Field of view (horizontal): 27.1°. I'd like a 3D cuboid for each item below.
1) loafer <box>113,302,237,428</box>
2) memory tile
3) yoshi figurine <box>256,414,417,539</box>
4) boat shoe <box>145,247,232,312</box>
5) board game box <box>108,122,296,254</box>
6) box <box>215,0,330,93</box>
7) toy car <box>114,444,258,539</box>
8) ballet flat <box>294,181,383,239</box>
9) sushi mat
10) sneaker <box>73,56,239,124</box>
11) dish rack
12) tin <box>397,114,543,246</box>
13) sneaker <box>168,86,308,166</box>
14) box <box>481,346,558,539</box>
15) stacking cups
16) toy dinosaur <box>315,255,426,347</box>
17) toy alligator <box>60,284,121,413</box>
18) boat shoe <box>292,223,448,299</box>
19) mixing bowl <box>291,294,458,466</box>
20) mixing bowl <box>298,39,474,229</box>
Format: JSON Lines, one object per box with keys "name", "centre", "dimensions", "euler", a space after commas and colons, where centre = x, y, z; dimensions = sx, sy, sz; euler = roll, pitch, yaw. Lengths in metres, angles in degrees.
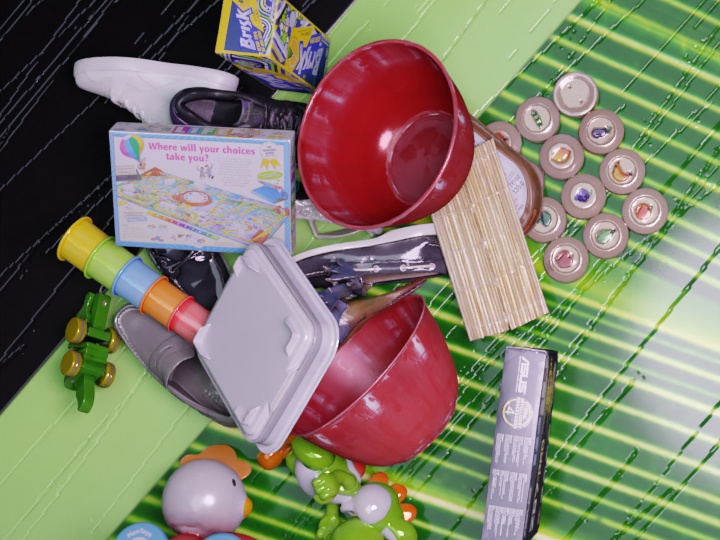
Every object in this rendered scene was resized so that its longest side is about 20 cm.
{"name": "loafer", "centre": [-0.203, 0.104, 1.693], "dimensions": [0.200, 0.070, 0.070], "euler": [36, 93, 12]}
{"name": "memory tile", "centre": [0.231, -0.102, 1.626], "dimensions": [0.153, 0.017, 0.201], "euler": [-31, 79, 10]}
{"name": "yoshi figurine", "centre": [-0.033, 0.254, 1.630], "dimensions": [0.200, 0.112, 0.112], "euler": [39, 112, 11]}
{"name": "boat shoe", "centre": [-0.210, -0.030, 1.707], "dimensions": [0.074, 0.066, 0.200], "euler": [-28, 80, 10]}
{"name": "board game box", "centre": [-0.171, -0.089, 1.628], "dimensions": [0.199, 0.034, 0.135], "euler": [4, 114, 7]}
{"name": "box", "centre": [-0.092, -0.245, 1.622], "dimensions": [0.064, 0.200, 0.070], "euler": [8, 88, 15]}
{"name": "toy car", "centre": [-0.160, 0.281, 1.646], "dimensions": [0.176, 0.185, 0.201], "euler": [5, 59, 14]}
{"name": "ballet flat", "centre": [-0.062, -0.067, 1.675], "dimensions": [0.199, 0.072, 0.072], "euler": [4, 87, 15]}
{"name": "sushi mat", "centre": [0.131, -0.031, 1.602], "dimensions": [0.095, 0.012, 0.201], "euler": [-19, 83, 21]}
{"name": "sneaker", "centre": [-0.246, -0.180, 1.723], "dimensions": [0.199, 0.074, 0.116], "euler": [8, 85, 13]}
{"name": "dish rack", "centre": [-0.109, 0.074, 1.564], "dimensions": [0.172, 0.043, 0.200], "euler": [-59, 41, 20]}
{"name": "tin", "centre": [0.110, -0.109, 1.637], "dimensions": [0.200, 0.042, 0.112], "euler": [40, 100, 17]}
{"name": "sneaker", "centre": [-0.113, -0.160, 1.654], "dimensions": [0.199, 0.088, 0.076], "euler": [7, 88, -10]}
{"name": "box", "centre": [0.167, 0.179, 1.549], "dimensions": [0.049, 0.161, 0.201], "euler": [7, 87, 14]}
{"name": "stacking cups", "centre": [-0.249, 0.017, 1.696], "dimensions": [0.200, 0.060, 0.061], "euler": [34, 95, 10]}
{"name": "toy dinosaur", "centre": [-0.041, 0.083, 1.626], "dimensions": [0.199, 0.182, 0.105], "euler": [10, 45, 2]}
{"name": "toy alligator", "centre": [-0.316, 0.071, 1.737], "dimensions": [0.054, 0.059, 0.201], "euler": [-17, 61, 45]}
{"name": "boat shoe", "centre": [0.000, 0.000, 1.652], "dimensions": [0.199, 0.074, 0.061], "euler": [-13, 78, 5]}
{"name": "mixing bowl", "centre": [0.031, 0.135, 1.588], "dimensions": [0.200, 0.200, 0.108], "euler": [-44, 102, 8]}
{"name": "mixing bowl", "centre": [0.045, -0.130, 1.564], "dimensions": [0.199, 0.108, 0.201], "euler": [-10, 72, 35]}
